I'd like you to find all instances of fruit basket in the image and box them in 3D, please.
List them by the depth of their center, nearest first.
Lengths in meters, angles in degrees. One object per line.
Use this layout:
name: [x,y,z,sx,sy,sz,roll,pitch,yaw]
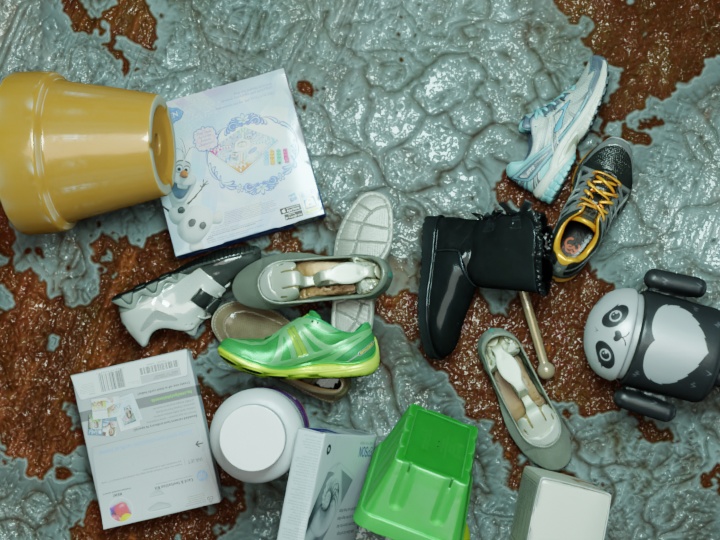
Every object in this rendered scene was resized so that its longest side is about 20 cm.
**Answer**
fruit basket: [0.073,0.295,1.645,0.155,0.216,0.216,20,87,2]

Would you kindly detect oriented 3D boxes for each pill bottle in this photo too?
pill bottle: [-0.122,0.199,1.642,0.112,0.200,0.113,0,87,2]

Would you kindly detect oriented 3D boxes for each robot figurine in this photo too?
robot figurine: [0.378,0.093,1.675,0.200,0.125,0.150,14,49,2]

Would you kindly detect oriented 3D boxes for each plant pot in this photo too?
plant pot: [-0.330,-0.148,1.658,0.183,0.200,0.201,-3,87,6]

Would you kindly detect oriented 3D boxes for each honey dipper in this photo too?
honey dipper: [0.211,0.042,1.727,0.038,0.038,0.200,-15,87,0]

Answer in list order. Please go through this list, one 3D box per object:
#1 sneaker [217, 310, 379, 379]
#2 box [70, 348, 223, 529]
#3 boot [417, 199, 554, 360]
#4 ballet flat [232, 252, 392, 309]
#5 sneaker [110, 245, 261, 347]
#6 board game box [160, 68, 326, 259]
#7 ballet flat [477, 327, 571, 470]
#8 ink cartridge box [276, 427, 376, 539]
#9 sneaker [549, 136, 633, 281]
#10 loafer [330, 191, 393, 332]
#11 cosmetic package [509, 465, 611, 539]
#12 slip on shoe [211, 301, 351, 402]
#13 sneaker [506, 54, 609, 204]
sneaker: [-0.077,0.092,1.655,0.200,0.074,0.084,1,82,-11]
box: [-0.272,0.214,1.724,0.156,0.041,0.200,-14,86,1]
boot: [0.158,0.013,1.684,0.162,0.073,0.199,-1,85,24]
ballet flat: [-0.061,0.008,1.655,0.200,0.064,0.068,-5,84,3]
sneaker: [-0.209,0.033,1.724,0.200,0.074,0.089,-24,99,2]
board game box: [-0.166,-0.137,1.738,0.200,0.043,0.199,-16,85,0]
ballet flat: [0.206,0.165,1.706,0.067,0.064,0.200,-28,87,0]
ink cartridge box: [-0.046,0.292,1.637,0.041,0.200,0.200,12,87,20]
sneaker: [0.295,-0.078,1.712,0.078,0.077,0.200,24,86,4]
loafer: [0.000,0.000,1.725,0.072,0.063,0.200,10,84,6]
cosmetic package: [0.238,0.299,1.629,0.087,0.200,0.104,13,87,3]
slip on shoe: [-0.101,0.103,1.717,0.200,0.061,0.076,35,88,3]
sneaker: [0.252,-0.191,1.720,0.086,0.078,0.200,25,87,6]
